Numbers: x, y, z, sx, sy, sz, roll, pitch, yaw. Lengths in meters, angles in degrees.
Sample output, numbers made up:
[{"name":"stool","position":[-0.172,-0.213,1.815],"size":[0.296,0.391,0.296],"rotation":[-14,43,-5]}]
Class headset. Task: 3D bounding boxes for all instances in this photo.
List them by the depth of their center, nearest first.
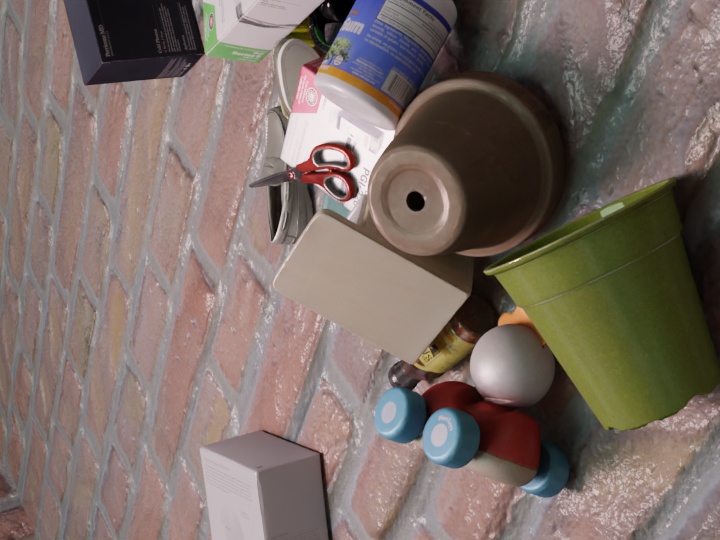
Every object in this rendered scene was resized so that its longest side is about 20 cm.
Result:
[{"name":"headset","position":[-0.013,-0.353,1.375],"size":[0.123,0.094,0.202],"rotation":[-14,61,29]}]

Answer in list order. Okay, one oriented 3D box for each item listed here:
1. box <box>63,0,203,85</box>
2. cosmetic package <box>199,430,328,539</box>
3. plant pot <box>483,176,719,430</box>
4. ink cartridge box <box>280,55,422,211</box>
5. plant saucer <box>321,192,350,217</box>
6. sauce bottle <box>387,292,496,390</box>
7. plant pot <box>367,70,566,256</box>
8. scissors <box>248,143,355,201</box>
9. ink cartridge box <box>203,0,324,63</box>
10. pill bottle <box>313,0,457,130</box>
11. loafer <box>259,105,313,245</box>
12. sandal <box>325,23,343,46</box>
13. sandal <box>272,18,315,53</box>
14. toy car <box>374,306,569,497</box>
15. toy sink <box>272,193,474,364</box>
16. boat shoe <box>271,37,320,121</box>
[{"name":"box","position":[-0.381,-0.423,1.861],"size":[0.104,0.181,0.202],"rotation":[-24,79,56]},{"name":"cosmetic package","position":[-0.153,0.382,1.811],"size":[0.199,0.122,0.202],"rotation":[8,107,56]},{"name":"plant pot","position":[0.247,0.041,1.066],"size":[0.200,0.199,0.191],"rotation":[-26,91,56]},{"name":"ink cartridge box","position":[0.007,-0.155,1.393],"size":[0.199,0.085,0.147],"rotation":[36,131,23]},{"name":"plant saucer","position":[-0.001,-0.062,1.524],"size":[0.199,0.036,0.202],"rotation":[23,118,52]},{"name":"sauce bottle","position":[0.094,0.097,1.399],"size":[0.200,0.066,0.066],"rotation":[-49,59,49]},{"name":"plant pot","position":[0.096,-0.095,1.180],"size":[0.198,0.174,0.202],"rotation":[10,112,26]},{"name":"scissors","position":[-0.078,-0.129,1.421],"size":[0.199,0.014,0.074],"rotation":[11,121,42]},{"name":"ink cartridge box","position":[-0.123,-0.368,1.409],"size":[0.200,0.083,0.148],"rotation":[-24,65,57]},{"name":"pill bottle","position":[0.040,-0.270,1.267],"size":[0.112,0.112,0.201],"rotation":[25,86,51]},{"name":"loafer","position":[-0.115,-0.138,1.644],"size":[0.070,0.069,0.202],"rotation":[-4,96,57]},{"name":"sandal","position":[-0.001,-0.258,1.457],"size":[0.076,0.043,0.202],"rotation":[-27,80,48]},{"name":"sandal","position":[-0.098,-0.371,1.545],"size":[0.087,0.079,0.202],"rotation":[-127,43,-59]},{"name":"toy car","position":[0.150,0.128,1.274],"size":[0.176,0.183,0.202],"rotation":[16,84,55]},{"name":"toy sink","position":[0.017,-0.008,1.323],"size":[0.131,0.199,0.112],"rotation":[-54,14,34]},{"name":"boat shoe","position":[-0.077,-0.230,1.484],"size":[0.060,0.072,0.202],"rotation":[35,163,36]}]
